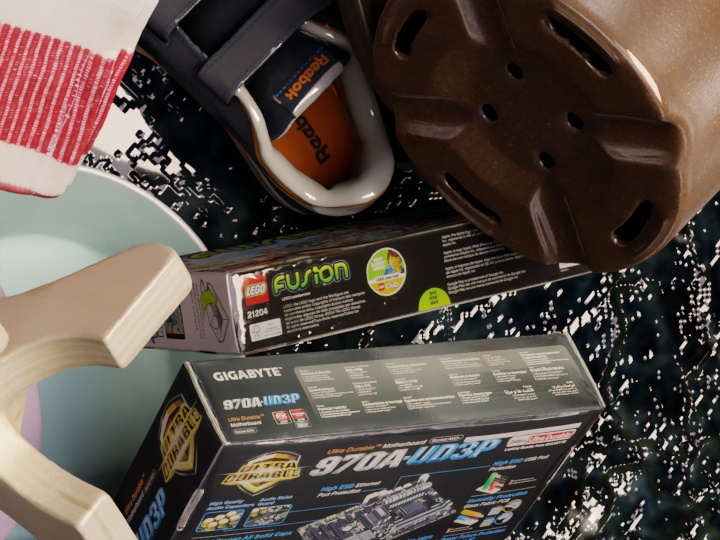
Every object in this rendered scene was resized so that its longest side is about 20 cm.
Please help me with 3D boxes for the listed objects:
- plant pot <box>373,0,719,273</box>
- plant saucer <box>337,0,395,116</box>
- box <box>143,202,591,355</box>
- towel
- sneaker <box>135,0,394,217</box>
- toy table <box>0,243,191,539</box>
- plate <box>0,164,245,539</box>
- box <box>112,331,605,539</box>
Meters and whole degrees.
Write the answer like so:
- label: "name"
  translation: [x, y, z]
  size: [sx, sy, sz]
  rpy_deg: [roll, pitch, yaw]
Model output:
- label: "plant pot"
  translation: [0.118, -0.118, 0.909]
  size: [0.198, 0.199, 0.201]
  rpy_deg: [-46, 113, -33]
- label: "plant saucer"
  translation: [0.051, -0.140, 0.987]
  size: [0.199, 0.029, 0.202]
  rpy_deg: [8, 79, -49]
- label: "box"
  translation: [0.000, 0.000, 0.954]
  size: [0.199, 0.110, 0.035]
  rpy_deg: [-13, 97, -34]
- label: "towel"
  translation: [-0.131, -0.120, 0.803]
  size: [0.143, 0.023, 0.201]
  rpy_deg: [10, 118, -42]
- label: "sneaker"
  translation: [-0.053, -0.106, 0.954]
  size: [0.079, 0.079, 0.200]
  rpy_deg: [-48, 111, -12]
- label: "toy table"
  translation: [-0.161, 0.050, 0.835]
  size: [0.185, 0.117, 0.200]
  rpy_deg: [-60, 137, -20]
- label: "plate"
  translation: [-0.146, 0.051, 0.956]
  size: [0.198, 0.026, 0.202]
  rpy_deg: [-3, 97, -24]
- label: "box"
  translation: [-0.011, 0.100, 0.946]
  size: [0.199, 0.046, 0.159]
  rpy_deg: [-4, 141, -33]
